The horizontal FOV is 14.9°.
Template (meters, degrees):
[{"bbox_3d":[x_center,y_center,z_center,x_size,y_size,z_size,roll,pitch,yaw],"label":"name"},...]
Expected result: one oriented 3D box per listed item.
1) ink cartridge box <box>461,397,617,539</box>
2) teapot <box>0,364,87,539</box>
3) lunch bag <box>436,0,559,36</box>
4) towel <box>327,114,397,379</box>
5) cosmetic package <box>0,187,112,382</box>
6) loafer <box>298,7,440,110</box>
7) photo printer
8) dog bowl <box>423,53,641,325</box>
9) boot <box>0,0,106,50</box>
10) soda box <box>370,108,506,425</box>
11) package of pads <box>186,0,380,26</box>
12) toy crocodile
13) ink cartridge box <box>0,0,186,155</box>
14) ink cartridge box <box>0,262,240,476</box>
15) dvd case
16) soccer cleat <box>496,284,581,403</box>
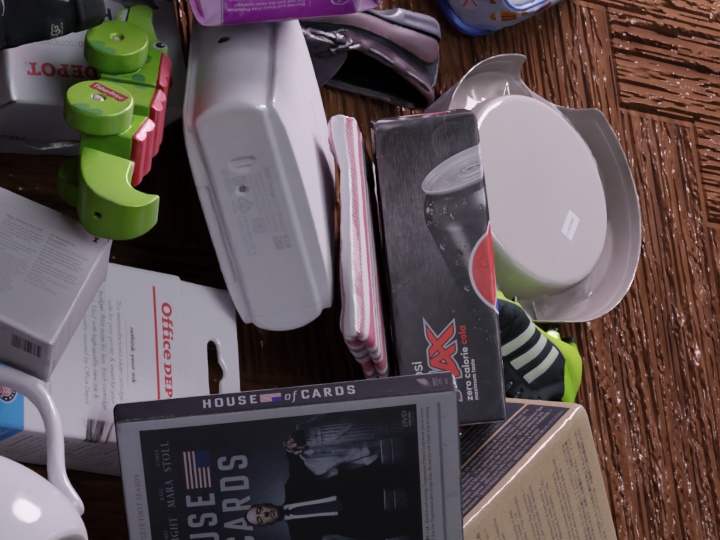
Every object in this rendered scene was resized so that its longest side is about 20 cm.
[{"bbox_3d":[0.098,0.208,1.788,0.165,0.075,0.200,-40,124,-43],"label":"ink cartridge box"},{"bbox_3d":[-0.249,0.164,1.473,0.146,0.198,0.200,34,21,14],"label":"teapot"},{"bbox_3d":[0.114,-0.272,2.040,0.200,0.076,0.160,-32,94,-44],"label":"lunch bag"},{"bbox_3d":[0.000,0.000,1.774,0.200,0.030,0.147,66,18,-72],"label":"towel"},{"bbox_3d":[-0.248,-0.017,1.545,0.200,0.051,0.083,24,59,5],"label":"cosmetic package"},{"bbox_3d":[-0.016,-0.149,1.873,0.200,0.072,0.063,3,76,-45],"label":"loafer"},{"bbox_3d":[-0.061,-0.082,1.732,0.200,0.069,0.167,-90,167,-59],"label":"photo printer"},{"bbox_3d":[0.112,-0.051,1.957,0.200,0.059,0.200,18,62,-39],"label":"dog bowl"},{"bbox_3d":[-0.268,-0.180,1.575,0.200,0.066,0.165,-20,66,-16],"label":"boot"},{"bbox_3d":[0.051,-0.001,1.764,0.063,0.071,0.200,-82,166,-85],"label":"soda box"},{"bbox_3d":[-0.061,-0.213,1.715,0.120,0.200,0.076,-6,111,-7],"label":"package of pads"},{"bbox_3d":[-0.136,-0.089,1.586,0.062,0.068,0.200,9,32,-1],"label":"toy crocodile"},{"bbox_3d":[-0.195,-0.179,1.705,0.145,0.083,0.200,0,74,-43],"label":"ink cartridge box"},{"bbox_3d":[-0.170,0.057,1.646,0.200,0.067,0.116,13,64,-39],"label":"ink cartridge box"},{"bbox_3d":[-0.040,0.135,1.629,0.025,0.200,0.150,-101,-173,-58],"label":"dvd case"},{"bbox_3d":[0.091,0.063,1.873,0.200,0.067,0.081,28,61,-50],"label":"soccer cleat"}]
